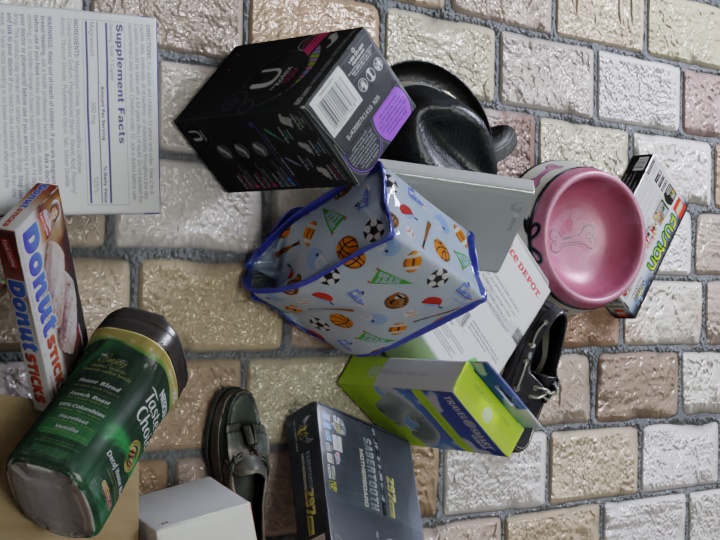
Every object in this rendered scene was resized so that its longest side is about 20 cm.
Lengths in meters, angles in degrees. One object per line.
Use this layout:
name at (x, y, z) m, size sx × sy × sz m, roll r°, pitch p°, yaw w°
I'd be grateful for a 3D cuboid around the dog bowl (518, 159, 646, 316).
dog bowl at (0.271, -0.040, 1.914) m, size 0.200 × 0.074 × 0.200 m, roll 0°, pitch 90°, yaw -32°

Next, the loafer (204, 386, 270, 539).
loafer at (-0.116, 0.220, 1.571) m, size 0.072 × 0.063 × 0.200 m, roll 2°, pitch 88°, yaw -43°

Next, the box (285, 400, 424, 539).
box at (-0.001, 0.254, 1.634) m, size 0.158 × 0.051 × 0.200 m, roll 29°, pitch 42°, yaw -41°

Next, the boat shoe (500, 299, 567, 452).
boat shoe at (0.209, 0.132, 1.872) m, size 0.073 × 0.063 × 0.200 m, roll -1°, pitch 103°, yaw -46°

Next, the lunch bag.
lunch bag at (0.000, 0.000, 1.607) m, size 0.170 × 0.200 × 0.124 m, roll 34°, pitch 36°, yaw -38°

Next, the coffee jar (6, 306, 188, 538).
coffee jar at (-0.226, 0.130, 1.357) m, size 0.104 × 0.085 × 0.200 m, roll 85°, pitch 24°, yaw -45°

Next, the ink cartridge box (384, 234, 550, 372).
ink cartridge box at (0.118, 0.043, 1.784) m, size 0.200 × 0.084 × 0.146 m, roll -53°, pitch 124°, yaw -30°

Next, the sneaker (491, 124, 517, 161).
sneaker at (0.095, -0.154, 1.776) m, size 0.200 × 0.060 × 0.104 m, roll -31°, pitch 113°, yaw -29°

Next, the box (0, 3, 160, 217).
box at (-0.288, -0.140, 1.377) m, size 0.200 × 0.105 × 0.184 m, roll -3°, pitch 93°, yaw -43°

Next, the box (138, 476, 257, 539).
box at (-0.152, 0.316, 1.478) m, size 0.097 × 0.124 × 0.200 m, roll -14°, pitch 100°, yaw -22°

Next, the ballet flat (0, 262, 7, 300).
ballet flat at (-0.357, 0.020, 1.336) m, size 0.200 × 0.076 × 0.064 m, roll -30°, pitch 126°, yaw -36°

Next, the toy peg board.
toy peg board at (-0.308, 0.225, 1.382) m, size 0.200 × 0.098 × 0.199 m, roll 16°, pitch 63°, yaw -43°

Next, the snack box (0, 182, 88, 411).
snack box at (-0.272, 0.026, 1.331) m, size 0.072 × 0.024 × 0.200 m, roll -57°, pitch 152°, yaw -47°

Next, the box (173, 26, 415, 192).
box at (-0.067, -0.157, 1.525) m, size 0.106 × 0.200 × 0.122 m, roll 54°, pitch 56°, yaw -30°

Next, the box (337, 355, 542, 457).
box at (0.084, 0.146, 1.670) m, size 0.122 × 0.200 × 0.048 m, roll 49°, pitch 58°, yaw -32°

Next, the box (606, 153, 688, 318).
box at (0.368, -0.046, 2.061) m, size 0.110 × 0.035 × 0.200 m, roll 49°, pitch 58°, yaw -32°

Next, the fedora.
fedora at (0.085, -0.133, 1.685) m, size 0.200 × 0.092 × 0.201 m, roll -6°, pitch 103°, yaw -30°

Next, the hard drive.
hard drive at (0.073, -0.059, 1.660) m, size 0.200 × 0.132 × 0.026 m, roll 7°, pitch 47°, yaw -13°
